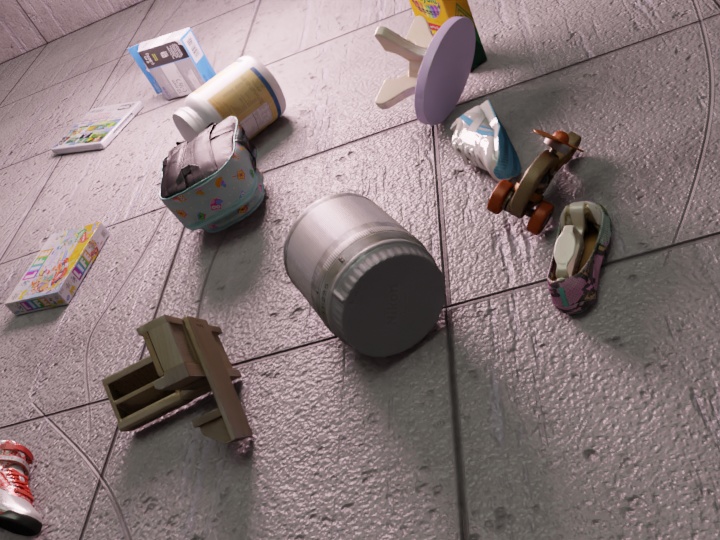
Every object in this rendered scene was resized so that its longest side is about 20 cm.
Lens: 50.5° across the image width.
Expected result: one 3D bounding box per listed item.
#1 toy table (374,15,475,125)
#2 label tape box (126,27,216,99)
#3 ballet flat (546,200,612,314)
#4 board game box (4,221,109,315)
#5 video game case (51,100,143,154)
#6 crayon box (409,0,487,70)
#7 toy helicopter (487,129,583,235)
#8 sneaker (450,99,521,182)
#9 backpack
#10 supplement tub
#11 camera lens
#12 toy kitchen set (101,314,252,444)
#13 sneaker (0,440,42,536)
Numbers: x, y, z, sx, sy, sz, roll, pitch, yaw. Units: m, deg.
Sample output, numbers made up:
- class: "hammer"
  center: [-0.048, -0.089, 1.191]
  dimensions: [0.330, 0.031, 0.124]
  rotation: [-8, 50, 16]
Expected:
- class: "toy table"
  center: [0.109, -0.359, 1.344]
  dimensions: [0.117, 0.184, 0.200]
  rotation: [19, 67, 33]
- class: "label tape box"
  center: [-0.481, -0.508, 1.916]
  dimensions: [0.200, 0.143, 0.066]
  rotation: [-9, 41, 25]
- class: "ballet flat"
  center: [0.267, -0.037, 0.941]
  dimensions: [0.069, 0.071, 0.200]
  rotation: [-4, 43, 30]
- class: "board game box"
  center: [-0.588, -0.006, 1.490]
  dimensions: [0.134, 0.034, 0.200]
  rotation: [-12, 40, 22]
- class: "video game case"
  center: [-0.685, -0.372, 1.991]
  dimensions: [0.200, 0.022, 0.182]
  rotation: [1, 46, 32]
- class: "crayon box"
  center: [0.152, -0.477, 1.421]
  dimensions: [0.051, 0.200, 0.127]
  rotation: [-37, 37, -10]
- class: "toy helicopter"
  center: [0.259, -0.148, 1.044]
  dimensions: [0.079, 0.132, 0.200]
  rotation: [31, 44, 18]
- class: "sneaker"
  center: [0.190, -0.186, 1.173]
  dimensions: [0.081, 0.077, 0.200]
  rotation: [-28, 30, 16]
- class: "backpack"
  center: [-0.262, -0.157, 1.355]
  dimensions: [0.176, 0.153, 0.200]
  rotation: [-25, 27, 9]
- class: "supplement tub"
  center: [-0.268, -0.328, 1.566]
  dimensions: [0.200, 0.145, 0.145]
  rotation: [-41, 39, -16]
- class: "camera lens"
  center: [0.000, 0.000, 0.997]
  dimensions: [0.160, 0.160, 0.200]
  rotation: [-35, 37, -7]
- class: "toy kitchen set"
  center: [-0.252, 0.173, 0.972]
  dimensions: [0.180, 0.200, 0.163]
  rotation: [-27, 78, 4]
- class: "sneaker"
  center: [-0.483, 0.291, 1.049]
  dimensions: [0.201, 0.067, 0.108]
  rotation: [-1, 48, 36]
